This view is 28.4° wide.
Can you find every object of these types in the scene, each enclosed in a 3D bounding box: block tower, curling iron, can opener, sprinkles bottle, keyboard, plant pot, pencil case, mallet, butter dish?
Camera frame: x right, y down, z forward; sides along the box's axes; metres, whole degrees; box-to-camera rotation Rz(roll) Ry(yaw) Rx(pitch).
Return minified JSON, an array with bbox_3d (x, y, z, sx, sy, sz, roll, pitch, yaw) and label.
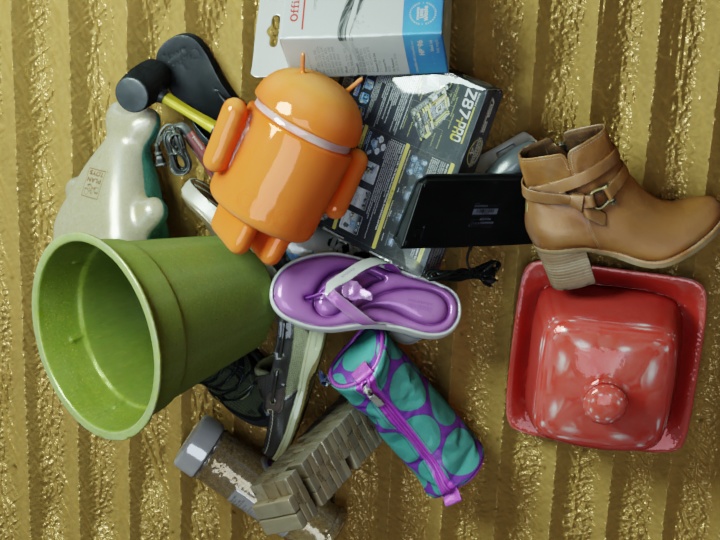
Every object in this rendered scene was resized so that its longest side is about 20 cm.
[{"bbox_3d":[-0.038,0.197,1.501,0.057,0.200,0.054,-16,107,37],"label":"block tower"},{"bbox_3d":[-0.138,-0.070,1.449,0.049,0.026,0.200,-38,110,12],"label":"curling iron"},{"bbox_3d":[0.097,-0.080,1.454,0.199,0.067,0.054,-28,72,14],"label":"can opener"},{"bbox_3d":[-0.112,0.244,1.602,0.199,0.068,0.068,35,110,-4],"label":"sprinkles bottle"},{"bbox_3d":[0.110,-0.040,1.410,0.021,0.198,0.128,39,120,42],"label":"keyboard"},{"bbox_3d":[-0.189,0.043,1.406,0.199,0.189,0.202,16,113,41],"label":"plant pot"},{"bbox_3d":[0.048,0.152,1.507,0.085,0.093,0.200,-30,118,20],"label":"pencil case"},{"bbox_3d":[-0.158,-0.145,1.440,0.199,0.066,0.041,35,122,8],"label":"mallet"},{"bbox_3d":[0.249,0.110,1.455,0.197,0.148,0.202,7,110,7],"label":"butter dish"}]

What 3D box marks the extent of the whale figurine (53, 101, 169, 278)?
[{"bbox_3d":[-0.247,-0.073,1.509,0.158,0.103,0.202,13,90,42],"label":"whale figurine"}]

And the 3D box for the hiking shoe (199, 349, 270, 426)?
[{"bbox_3d":[-0.165,0.105,1.545,0.076,0.101,0.200,-41,98,20],"label":"hiking shoe"}]

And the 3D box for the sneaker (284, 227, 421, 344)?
[{"bbox_3d":[0.000,0.000,1.497,0.199,0.072,0.073,35,125,-10],"label":"sneaker"}]

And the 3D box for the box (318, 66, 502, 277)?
[{"bbox_3d":[0.035,-0.117,1.431,0.160,0.049,0.202,26,106,25],"label":"box"}]

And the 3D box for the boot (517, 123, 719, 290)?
[{"bbox_3d":[0.257,-0.079,1.408,0.198,0.077,0.157,-15,117,8],"label":"boot"}]

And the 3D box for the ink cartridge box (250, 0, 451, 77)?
[{"bbox_3d":[-0.013,-0.255,1.387,0.197,0.117,0.068,-1,153,10],"label":"ink cartridge box"}]

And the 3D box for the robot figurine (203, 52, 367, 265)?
[{"bbox_3d":[-0.070,-0.108,1.374,0.143,0.117,0.201,28,104,2],"label":"robot figurine"}]

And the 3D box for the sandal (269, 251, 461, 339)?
[{"bbox_3d":[0.009,0.021,1.431,0.200,0.050,0.083,6,74,-15],"label":"sandal"}]

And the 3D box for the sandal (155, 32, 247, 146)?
[{"bbox_3d":[-0.145,-0.154,1.486,0.076,0.043,0.200,-38,99,19],"label":"sandal"}]

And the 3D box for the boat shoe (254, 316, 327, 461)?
[{"bbox_3d":[-0.080,0.109,1.511,0.065,0.072,0.203,18,117,0],"label":"boat shoe"}]

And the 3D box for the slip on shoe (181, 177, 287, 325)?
[{"bbox_3d":[-0.122,-0.013,1.516,0.200,0.076,0.061,42,102,-14],"label":"slip on shoe"}]
